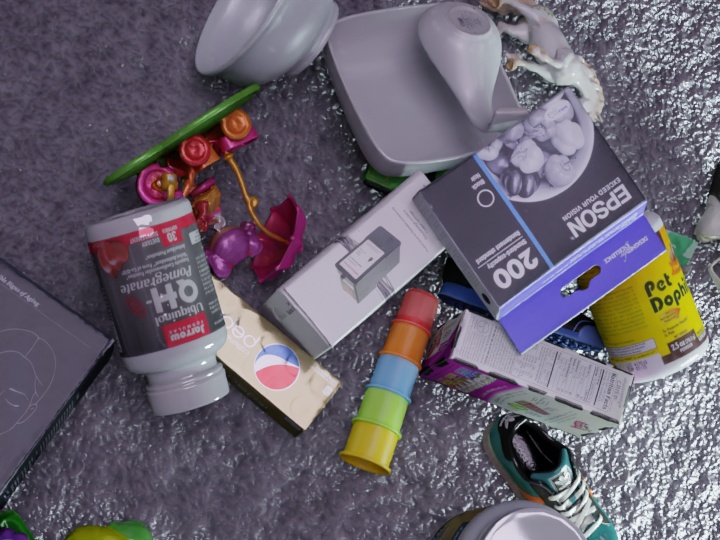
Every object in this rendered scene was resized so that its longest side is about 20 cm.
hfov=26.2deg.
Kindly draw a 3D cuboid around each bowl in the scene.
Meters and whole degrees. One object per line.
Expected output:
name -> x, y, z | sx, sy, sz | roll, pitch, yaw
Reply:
bowl -> -0.087, -0.274, 1.680 | 0.090, 0.200, 0.202 | 33, 72, -25
bowl -> 0.064, -0.190, 1.714 | 0.198, 0.075, 0.201 | -13, 65, -25

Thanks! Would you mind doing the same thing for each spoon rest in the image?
spoon rest -> 0.123, -0.219, 1.684 | 0.098, 0.061, 0.201 | -1, 49, -22

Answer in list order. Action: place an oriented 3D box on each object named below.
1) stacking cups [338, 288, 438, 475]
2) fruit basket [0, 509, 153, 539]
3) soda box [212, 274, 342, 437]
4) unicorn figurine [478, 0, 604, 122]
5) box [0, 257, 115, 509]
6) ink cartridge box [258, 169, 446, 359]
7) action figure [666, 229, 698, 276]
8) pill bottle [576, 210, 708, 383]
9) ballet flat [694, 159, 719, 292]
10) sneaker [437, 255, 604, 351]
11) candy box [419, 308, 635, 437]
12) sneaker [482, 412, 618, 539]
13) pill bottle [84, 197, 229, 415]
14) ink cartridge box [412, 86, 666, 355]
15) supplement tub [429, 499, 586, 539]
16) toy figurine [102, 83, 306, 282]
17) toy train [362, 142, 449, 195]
stacking cups -> 0.038, 0.117, 1.671 | 0.060, 0.061, 0.202 | 23, 74, -6
fruit basket -> -0.295, 0.319, 1.520 | 0.213, 0.156, 0.218 | 0, 87, 3
soda box -> -0.120, 0.085, 1.643 | 0.200, 0.064, 0.068 | 40, 73, -2
unicorn figurine -> 0.213, -0.244, 1.771 | 0.137, 0.074, 0.202 | 6, 62, -42
box -> -0.383, 0.100, 1.551 | 0.199, 0.124, 0.197 | 36, 74, -2
ink cartridge box -> 0.000, 0.000, 1.645 | 0.200, 0.145, 0.084 | -41, 90, -17
action figure -> 0.277, -0.030, 1.762 | 0.199, 0.055, 0.119 | 29, 76, 0
pill bottle -> 0.293, 0.012, 1.676 | 0.109, 0.109, 0.202 | -26, 98, -16
ballet flat -> 0.430, -0.029, 1.787 | 0.068, 0.068, 0.202 | -16, 81, -6
sneaker -> 0.187, 0.026, 1.719 | 0.198, 0.070, 0.079 | 21, 79, -7
candy box -> 0.176, 0.112, 1.663 | 0.198, 0.136, 0.062 | 22, 75, -7
sneaker -> 0.211, 0.238, 1.670 | 0.071, 0.080, 0.200 | -41, 89, -17
pill bottle -> -0.196, 0.037, 1.545 | 0.110, 0.111, 0.202 | -18, 97, -15
ink cartridge box -> 0.189, -0.051, 1.588 | 0.197, 0.043, 0.201 | -35, 89, -8
supplement tub -> 0.149, 0.310, 1.579 | 0.143, 0.200, 0.146 | 3, 77, -11
toy figurine -> -0.142, -0.068, 1.637 | 0.199, 0.150, 0.185 | -34, 95, -26
toy train -> 0.094, -0.083, 1.740 | 0.198, 0.042, 0.057 | 24, 84, -6
